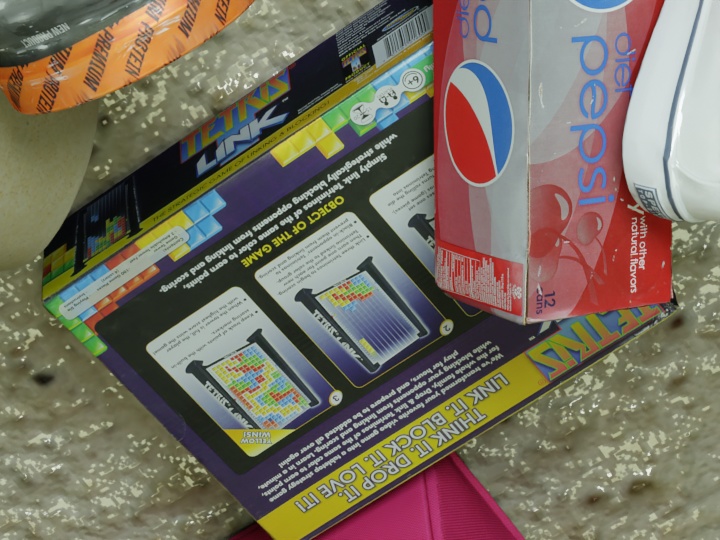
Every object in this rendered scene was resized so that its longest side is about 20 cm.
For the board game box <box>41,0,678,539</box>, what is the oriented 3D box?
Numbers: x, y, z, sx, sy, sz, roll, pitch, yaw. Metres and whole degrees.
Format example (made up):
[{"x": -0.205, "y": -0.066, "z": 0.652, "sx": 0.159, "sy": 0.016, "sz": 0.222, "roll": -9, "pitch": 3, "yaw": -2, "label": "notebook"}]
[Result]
[{"x": 0.000, "y": 0.000, "z": 0.958, "sx": 0.200, "sy": 0.057, "sz": 0.165, "roll": -32, "pitch": 121, "yaw": 15, "label": "board game box"}]

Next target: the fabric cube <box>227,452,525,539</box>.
[{"x": 0.009, "y": 0.227, "z": 1.019, "sx": 0.196, "sy": 0.200, "sz": 0.200, "roll": -31, "pitch": 120, "yaw": 16, "label": "fabric cube"}]

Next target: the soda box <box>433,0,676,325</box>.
[{"x": 0.069, "y": -0.086, "z": 0.856, "sx": 0.070, "sy": 0.063, "sz": 0.201, "roll": -8, "pitch": 105, "yaw": -31, "label": "soda box"}]

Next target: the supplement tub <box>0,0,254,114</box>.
[{"x": -0.115, "y": -0.159, "z": 0.755, "sx": 0.122, "sy": 0.123, "sz": 0.200, "roll": -24, "pitch": 111, "yaw": 10, "label": "supplement tub"}]

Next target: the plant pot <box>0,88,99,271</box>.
[{"x": -0.200, "y": -0.071, "z": 0.840, "sx": 0.199, "sy": 0.188, "sz": 0.188, "roll": 17, "pitch": 121, "yaw": -31, "label": "plant pot"}]

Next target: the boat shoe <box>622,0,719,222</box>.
[{"x": 0.153, "y": -0.109, "z": 0.839, "sx": 0.074, "sy": 0.065, "sz": 0.201, "roll": 24, "pitch": 78, "yaw": -52, "label": "boat shoe"}]
